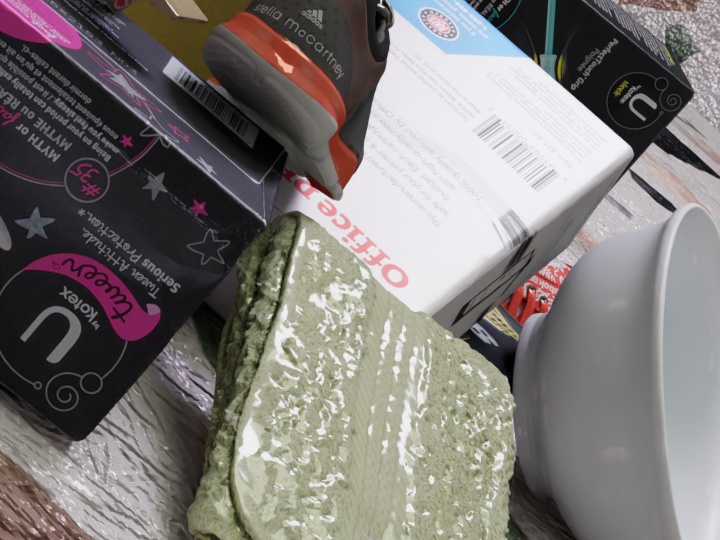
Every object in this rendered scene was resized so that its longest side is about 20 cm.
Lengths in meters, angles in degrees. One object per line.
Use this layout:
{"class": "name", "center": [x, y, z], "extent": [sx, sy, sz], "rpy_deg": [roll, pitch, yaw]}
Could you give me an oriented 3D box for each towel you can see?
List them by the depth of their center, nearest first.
{"class": "towel", "center": [0.004, 0.072, 0.998], "extent": [0.148, 0.036, 0.200], "rpy_deg": [37, 33, -20]}

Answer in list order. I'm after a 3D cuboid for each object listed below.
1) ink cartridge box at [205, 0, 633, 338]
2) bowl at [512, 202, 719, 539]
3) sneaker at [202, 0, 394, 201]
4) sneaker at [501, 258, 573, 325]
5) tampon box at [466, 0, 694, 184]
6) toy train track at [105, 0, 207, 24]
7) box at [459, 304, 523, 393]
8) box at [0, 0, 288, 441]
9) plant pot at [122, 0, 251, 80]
{"class": "ink cartridge box", "center": [0.011, -0.039, 1.191], "extent": [0.146, 0.084, 0.200], "rpy_deg": [44, 46, 11]}
{"class": "bowl", "center": [0.133, 0.068, 1.272], "extent": [0.201, 0.090, 0.201], "rpy_deg": [-4, 90, -71]}
{"class": "sneaker", "center": [-0.013, -0.085, 1.029], "extent": [0.077, 0.082, 0.200], "rpy_deg": [39, -5, -1]}
{"class": "sneaker", "center": [0.106, 0.028, 1.455], "extent": [0.201, 0.067, 0.108], "rpy_deg": [28, 16, -51]}
{"class": "tampon box", "center": [0.124, -0.155, 1.897], "extent": [0.200, 0.150, 0.126], "rpy_deg": [38, 15, -14]}
{"class": "toy train track", "center": [-0.125, -0.128, 0.914], "extent": [0.115, 0.033, 0.200], "rpy_deg": [53, 21, 17]}
{"class": "box", "center": [0.000, 0.000, 1.297], "extent": [0.200, 0.046, 0.159], "rpy_deg": [45, 14, 15]}
{"class": "box", "center": [-0.141, -0.053, 0.941], "extent": [0.200, 0.115, 0.132], "rpy_deg": [40, 12, -8]}
{"class": "plant pot", "center": [-0.139, -0.206, 1.278], "extent": [0.200, 0.196, 0.194], "rpy_deg": [15, 29, -48]}
